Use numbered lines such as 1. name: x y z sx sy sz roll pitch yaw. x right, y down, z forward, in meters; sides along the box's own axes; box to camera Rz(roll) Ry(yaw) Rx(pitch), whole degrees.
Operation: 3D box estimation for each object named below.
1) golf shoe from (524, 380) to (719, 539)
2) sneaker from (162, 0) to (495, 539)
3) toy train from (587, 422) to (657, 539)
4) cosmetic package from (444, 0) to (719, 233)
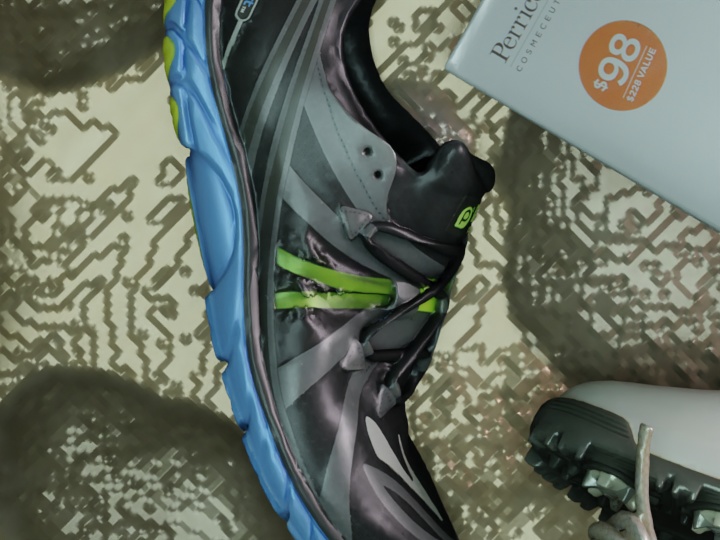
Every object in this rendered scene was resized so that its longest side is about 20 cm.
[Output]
1. golf shoe: 0.147 0.051 0.819 0.199 0.077 0.088 12 75 -2
2. sneaker: 0.000 0.000 0.803 0.082 0.071 0.200 -11 94 8
3. toy train: 0.029 0.132 0.805 0.115 0.085 0.201 0 110 14
4. cosmetic package: 0.137 -0.102 0.778 0.151 0.052 0.200 31 98 15
